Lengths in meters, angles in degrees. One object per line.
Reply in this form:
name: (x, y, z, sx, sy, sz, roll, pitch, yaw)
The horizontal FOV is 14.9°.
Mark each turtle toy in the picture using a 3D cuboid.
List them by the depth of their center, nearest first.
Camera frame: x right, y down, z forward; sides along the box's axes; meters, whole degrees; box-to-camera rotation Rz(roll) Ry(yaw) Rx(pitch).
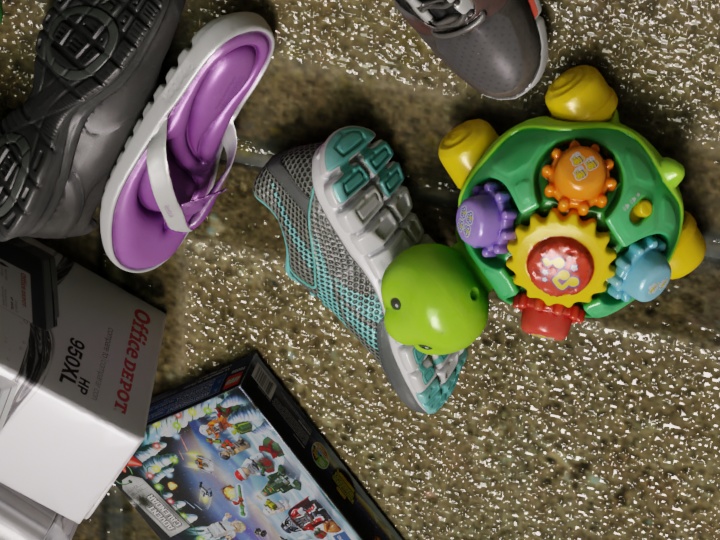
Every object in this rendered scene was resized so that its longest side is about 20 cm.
turtle toy: (0.101, -0.016, 1.599, 0.199, 0.101, 0.146, -26, 114, 24)

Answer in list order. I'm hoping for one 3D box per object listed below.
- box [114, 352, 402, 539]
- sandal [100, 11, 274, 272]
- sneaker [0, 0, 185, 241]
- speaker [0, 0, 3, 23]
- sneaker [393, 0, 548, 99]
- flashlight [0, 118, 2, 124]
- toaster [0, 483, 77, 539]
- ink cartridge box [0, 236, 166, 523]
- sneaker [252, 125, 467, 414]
box: (-0.069, 0.160, 1.832, 0.136, 0.040, 0.200, -24, 115, 32)
sandal: (-0.102, -0.065, 1.648, 0.050, 0.082, 0.203, 50, 135, 30)
sneaker: (-0.157, -0.102, 1.654, 0.200, 0.090, 0.076, -54, 53, 22)
speaker: (-0.280, -0.220, 1.596, 0.088, 0.089, 0.201, -9, 121, 24)
sneaker: (0.033, -0.167, 1.533, 0.077, 0.082, 0.200, -22, 115, 30)
flashlight: (-0.294, -0.098, 1.660, 0.199, 0.068, 0.068, 30, 107, -34)
toaster: (-0.269, 0.164, 1.859, 0.129, 0.114, 0.200, 32, 126, -12)
ink cartridge box: (-0.229, 0.046, 1.716, 0.199, 0.145, 0.084, 30, 120, -15)
sneaker: (0.000, 0.000, 1.685, 0.091, 0.078, 0.201, -2, 122, 39)
